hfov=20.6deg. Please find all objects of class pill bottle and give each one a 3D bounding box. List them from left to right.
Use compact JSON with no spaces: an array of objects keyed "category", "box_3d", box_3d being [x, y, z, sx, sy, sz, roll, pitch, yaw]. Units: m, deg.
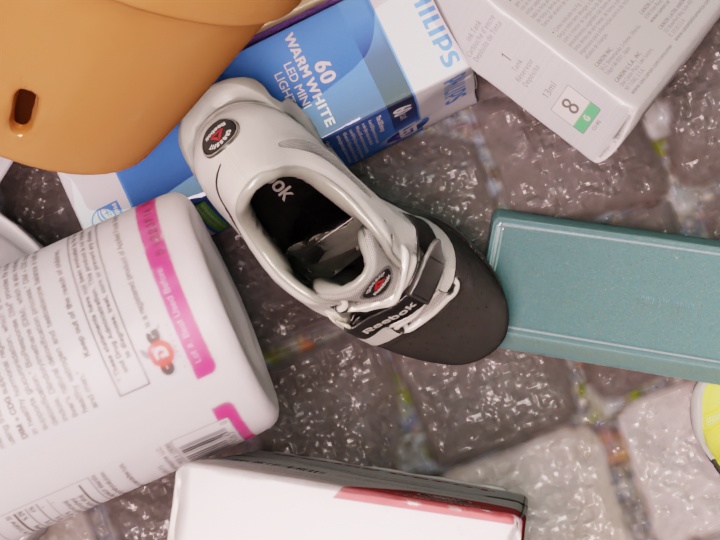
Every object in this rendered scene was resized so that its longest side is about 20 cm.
[{"category":"pill bottle","box_3d":[-0.146,0.054,0.871,0.199,0.113,0.114,-23,82,1]}]

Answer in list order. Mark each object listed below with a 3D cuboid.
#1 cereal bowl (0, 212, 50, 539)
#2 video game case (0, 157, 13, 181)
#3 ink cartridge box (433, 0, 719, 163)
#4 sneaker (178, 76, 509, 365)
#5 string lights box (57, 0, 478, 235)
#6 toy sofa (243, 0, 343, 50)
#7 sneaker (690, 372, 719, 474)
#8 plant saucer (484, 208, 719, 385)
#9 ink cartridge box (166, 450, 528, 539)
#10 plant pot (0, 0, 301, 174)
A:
[{"category":"cereal bowl","box_3d":[-0.221,0.062,0.975,0.198,0.083,0.202,-1,83,4]},{"category":"video game case","box_3d":[-0.262,-0.027,0.873,0.024,0.182,0.201,27,83,47]},{"category":"ink cartridge box","box_3d":[0.078,-0.163,0.947,0.200,0.050,0.161,37,49,6]},{"category":"sneaker","box_3d":[0.000,0.000,0.904,0.200,0.089,0.074,35,105,-32]},{"category":"string lights box","box_3d":[-0.043,-0.071,0.966,0.199,0.103,0.059,-27,83,1]},{"category":"toy sofa","box_3d":[-0.053,-0.148,0.986,0.199,0.083,0.098,-27,78,1]},{"category":"sneaker","box_3d":[0.238,0.114,0.933,0.200,0.076,0.075,44,90,11]},{"category":"plant saucer","box_3d":[0.148,0.015,0.954,0.199,0.019,0.070,9,83,24]},{"category":"ink cartridge box","box_3d":[-0.001,0.133,0.890,0.146,0.200,0.084,8,87,6]},{"category":"plant pot","box_3d":[-0.124,-0.136,0.841,0.200,0.200,0.140,35,117,8]}]
